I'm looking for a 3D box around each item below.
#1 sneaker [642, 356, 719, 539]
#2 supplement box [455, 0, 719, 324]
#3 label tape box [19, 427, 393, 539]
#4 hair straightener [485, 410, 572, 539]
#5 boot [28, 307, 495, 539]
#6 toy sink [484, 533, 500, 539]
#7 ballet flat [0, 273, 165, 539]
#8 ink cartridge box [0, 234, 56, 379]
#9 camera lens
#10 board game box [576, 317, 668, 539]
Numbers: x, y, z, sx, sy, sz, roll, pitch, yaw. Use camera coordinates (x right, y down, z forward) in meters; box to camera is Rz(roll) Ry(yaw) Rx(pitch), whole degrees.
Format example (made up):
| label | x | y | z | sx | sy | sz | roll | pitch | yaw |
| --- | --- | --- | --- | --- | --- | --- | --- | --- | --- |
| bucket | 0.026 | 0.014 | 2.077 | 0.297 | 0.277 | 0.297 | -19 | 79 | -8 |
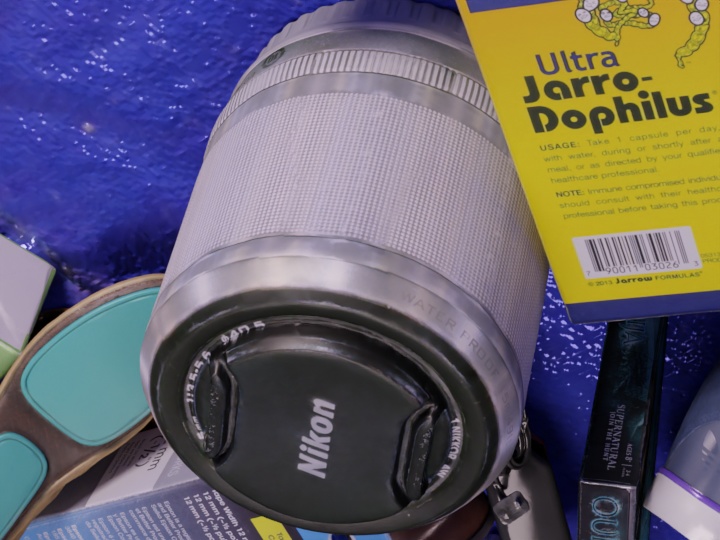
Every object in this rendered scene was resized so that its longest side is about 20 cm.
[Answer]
| label | x | y | z | sx | sy | sz | roll | pitch | yaw |
| --- | --- | --- | --- | --- | --- | --- | --- | --- | --- |
| sneaker | 0.202 | 0.067 | 1.279 | 0.081 | 0.147 | 0.200 | 34 | -178 | 16 |
| supplement box | 0.119 | -0.089 | 1.126 | 0.109 | 0.109 | 0.200 | -6 | 132 | 20 |
| label tape box | -0.052 | 0.142 | 1.346 | 0.200 | 0.066 | 0.143 | -18 | 116 | 31 |
| hair straightener | 0.078 | 0.086 | 1.318 | 0.041 | 0.077 | 0.200 | -11 | 120 | -1 |
| boot | -0.047 | 0.078 | 1.381 | 0.188 | 0.069 | 0.200 | -9 | 122 | 30 |
| toy sink | 0.083 | 0.257 | 1.455 | 0.112 | 0.130 | 0.200 | 18 | 134 | -3 |
| ballet flat | -0.153 | 0.072 | 1.325 | 0.200 | 0.063 | 0.069 | -44 | 100 | 1 |
| ink cartridge box | -0.256 | 0.043 | 1.377 | 0.117 | 0.067 | 0.200 | 32 | 132 | -18 |
| camera lens | 0.000 | 0.000 | 1.178 | 0.160 | 0.200 | 0.160 | 7 | 135 | 7 |
| board game box | 0.123 | 0.119 | 1.308 | 0.028 | 0.135 | 0.200 | 6 | 135 | 9 |
